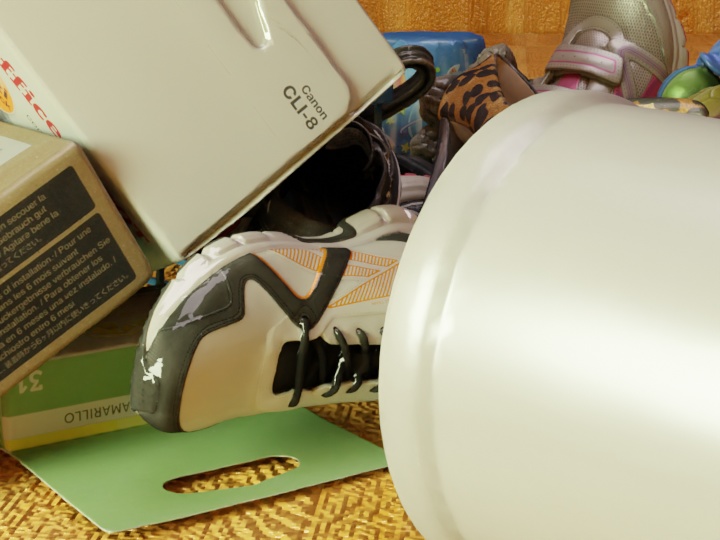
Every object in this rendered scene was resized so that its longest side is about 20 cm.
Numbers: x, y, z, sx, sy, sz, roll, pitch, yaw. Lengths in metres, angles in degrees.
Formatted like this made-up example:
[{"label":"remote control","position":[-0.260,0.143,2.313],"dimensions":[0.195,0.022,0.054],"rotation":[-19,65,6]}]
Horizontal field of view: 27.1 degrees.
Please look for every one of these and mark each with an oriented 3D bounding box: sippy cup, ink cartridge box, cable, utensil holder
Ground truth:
[{"label":"sippy cup","position":[0.055,-0.131,1.241],"dimensions":[0.177,0.132,0.139],"rotation":[-10,17,-36]},{"label":"ink cartridge box","position":[-0.104,-0.093,0.717],"dimensions":[0.145,0.146,0.200],"rotation":[-42,11,-21]},{"label":"cable","position":[-0.021,-0.092,1.093],"dimensions":[0.199,0.051,0.097],"rotation":[-21,-40,26]},{"label":"utensil holder","position":[0.134,0.039,0.458],"dimensions":[0.199,0.171,0.169],"rotation":[13,19,41]},{"label":"ink cartridge box","position":[-0.093,0.052,0.669],"dimensions":[0.145,0.048,0.199],"rotation":[-9,13,-34]},{"label":"ink cartridge box","position":[-0.209,0.005,0.656],"dimensions":[0.164,0.075,0.199],"rotation":[-39,29,-23]}]

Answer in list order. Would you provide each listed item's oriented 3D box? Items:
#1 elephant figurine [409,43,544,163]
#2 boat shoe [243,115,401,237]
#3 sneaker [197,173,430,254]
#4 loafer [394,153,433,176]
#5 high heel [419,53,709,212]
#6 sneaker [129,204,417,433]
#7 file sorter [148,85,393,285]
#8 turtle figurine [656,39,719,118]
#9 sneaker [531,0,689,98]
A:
[{"label":"elephant figurine","position":[0.126,-0.080,1.049],"dimensions":[0.154,0.142,0.200],"rotation":[-28,19,-15]},{"label":"boat shoe","position":[-0.014,-0.045,0.759],"dimensions":[0.070,0.067,0.200],"rotation":[30,29,4]},{"label":"sneaker","position":[0.000,0.000,0.846],"dimensions":[0.199,0.081,0.075],"rotation":[-10,46,-39]},{"label":"loafer","position":[0.038,-0.048,1.027],"dimensions":[0.072,0.073,0.200],"rotation":[-3,14,-26]},{"label":"high heel","position":[0.109,-0.091,0.796],"dimensions":[0.071,0.143,0.199],"rotation":[37,-37,-27]},{"label":"sneaker","position":[-0.012,0.024,0.634],"dimensions":[0.080,0.074,0.199],"rotation":[33,35,29]},{"label":"file sorter","position":[-0.096,-0.058,0.957],"dimensions":[0.138,0.124,0.199],"rotation":[12,18,43]},{"label":"turtle figurine","position":[0.201,-0.011,0.800],"dimensions":[0.144,0.200,0.194],"rotation":[35,11,-36]},{"label":"sneaker","position":[0.140,-0.096,0.914],"dimensions":[0.081,0.202,0.088],"rotation":[3,-3,45]}]
